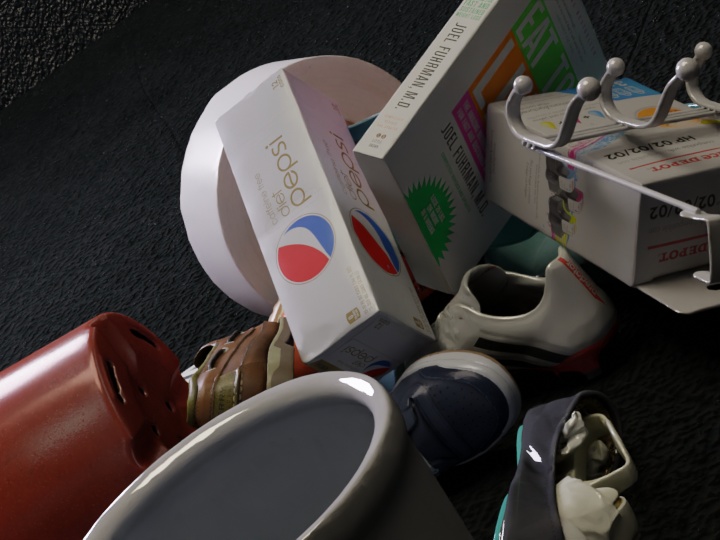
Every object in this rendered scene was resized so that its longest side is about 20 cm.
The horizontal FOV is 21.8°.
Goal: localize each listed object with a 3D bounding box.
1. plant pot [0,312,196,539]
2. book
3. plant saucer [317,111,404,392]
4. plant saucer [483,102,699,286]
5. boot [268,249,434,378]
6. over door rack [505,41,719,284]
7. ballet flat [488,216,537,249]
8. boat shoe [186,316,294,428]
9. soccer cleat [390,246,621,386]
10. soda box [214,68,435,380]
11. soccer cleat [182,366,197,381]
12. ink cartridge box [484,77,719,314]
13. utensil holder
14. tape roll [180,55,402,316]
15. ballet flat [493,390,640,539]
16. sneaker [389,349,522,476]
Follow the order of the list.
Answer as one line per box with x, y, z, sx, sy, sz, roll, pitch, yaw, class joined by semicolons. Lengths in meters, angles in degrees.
-0.194;0.140;1.170;0.194;0.201;0.201;-34;18;14;plant pot
0.078;-0.104;1.199;0.048;0.134;0.201;18;62;36;book
0.000;0.000;1.222;0.070;0.019;0.202;-20;63;40;plant saucer
0.179;-0.044;1.288;0.199;0.036;0.200;-30;20;12;plant saucer
0.014;0.006;1.342;0.200;0.075;0.107;-43;8;-24;boot
0.193;-0.075;1.024;0.146;0.067;0.200;-12;32;-26;over door rack
0.030;-0.052;1.301;0.198;0.068;0.073;-5;33;9;ballet flat
-0.075;0.066;1.171;0.067;0.073;0.200;0;0;-2;boat shoe
0.072;0.040;1.183;0.199;0.086;0.069;-18;25;38;soccer cleat
-0.025;-0.027;1.189;0.063;0.068;0.201;-36;56;20;soda box
-0.108;0.106;1.324;0.085;0.069;0.200;-41;16;-9;soccer cleat
0.176;-0.050;1.125;0.114;0.069;0.200;-13;28;-28;ink cartridge box
-0.008;0.174;0.819;0.169;0.201;0.170;-30;20;12;utensil holder
-0.034;-0.061;1.422;0.202;0.203;0.071;-41;20;-22;tape roll
0.109;0.121;0.960;0.073;0.073;0.200;-26;18;20;ballet flat
0.005;0.120;1.121;0.199;0.070;0.109;-26;15;41;sneaker
